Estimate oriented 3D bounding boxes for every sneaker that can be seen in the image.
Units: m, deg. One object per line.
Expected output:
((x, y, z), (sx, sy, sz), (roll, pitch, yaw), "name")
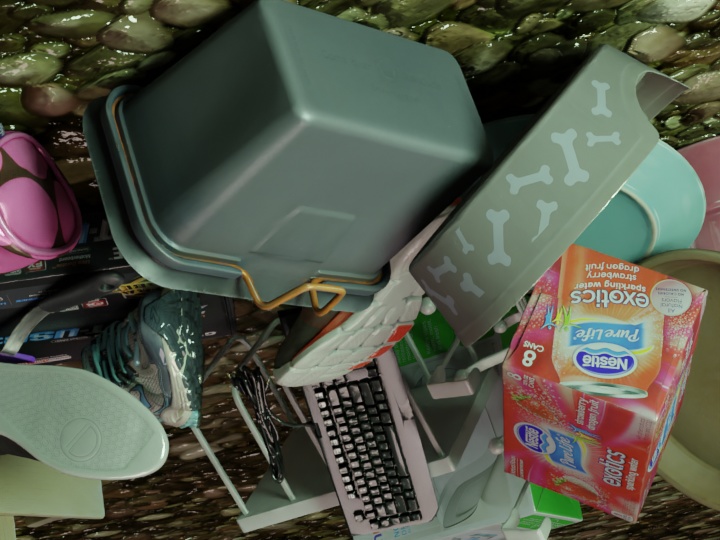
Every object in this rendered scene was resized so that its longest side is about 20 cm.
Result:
((0.000, 0.000, 1.163), (0.077, 0.082, 0.200), (2, 139, -49), "sneaker")
((-0.154, 0.068, 1.192), (0.086, 0.078, 0.200), (1, 158, -4), "sneaker")
((-0.217, 0.104, 1.202), (0.200, 0.071, 0.099), (12, 170, 14), "sneaker")

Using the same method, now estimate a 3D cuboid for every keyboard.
((-0.024, 0.114, 1.258), (0.127, 0.021, 0.200), (-10, 117, 14), "keyboard")

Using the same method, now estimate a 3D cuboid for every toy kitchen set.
((-0.322, 0.166, 1.335), (0.180, 0.200, 0.163), (-25, 156, 37), "toy kitchen set")

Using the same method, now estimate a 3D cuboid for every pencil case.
((-0.268, -0.018, 1.007), (0.200, 0.091, 0.094), (-20, -170, 26), "pencil case")

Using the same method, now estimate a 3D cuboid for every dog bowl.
((0.105, -0.049, 1.000), (0.200, 0.059, 0.200), (-50, 180, 0), "dog bowl")

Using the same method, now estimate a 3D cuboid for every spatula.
((-0.217, 0.034, 1.141), (0.057, 0.021, 0.200), (16, 148, -37), "spatula")

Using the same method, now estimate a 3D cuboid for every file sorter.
((-0.019, 0.098, 1.360), (0.200, 0.125, 0.139), (-21, -162, 28), "file sorter")

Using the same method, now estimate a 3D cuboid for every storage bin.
((-0.027, -0.061, 0.949), (0.200, 0.146, 0.134), (9, 144, -44), "storage bin")

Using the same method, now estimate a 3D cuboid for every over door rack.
((0.095, 0.088, 1.269), (0.067, 0.200, 0.148), (-17, 115, 22), "over door rack")

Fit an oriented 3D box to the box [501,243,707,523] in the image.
((0.151, 0.075, 1.091), (0.100, 0.096, 0.200), (20, 158, 14), "box")

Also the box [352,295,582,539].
((0.076, 0.135, 1.459), (0.176, 0.200, 0.097), (-19, 159, 28), "box")

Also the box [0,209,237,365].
((-0.191, 0.014, 1.203), (0.200, 0.050, 0.199), (-8, 160, -4), "box")

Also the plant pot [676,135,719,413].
((0.297, 0.012, 1.247), (0.200, 0.179, 0.200), (-9, 161, -3), "plant pot")

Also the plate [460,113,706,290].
((0.132, -0.034, 1.157), (0.200, 0.026, 0.200), (4, 146, 3), "plate")

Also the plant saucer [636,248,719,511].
((0.249, 0.075, 1.162), (0.029, 0.200, 0.200), (-29, 178, -41), "plant saucer")

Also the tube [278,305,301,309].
((-0.066, -0.016, 1.147), (0.052, 0.058, 0.200), (-53, 163, -4), "tube")
